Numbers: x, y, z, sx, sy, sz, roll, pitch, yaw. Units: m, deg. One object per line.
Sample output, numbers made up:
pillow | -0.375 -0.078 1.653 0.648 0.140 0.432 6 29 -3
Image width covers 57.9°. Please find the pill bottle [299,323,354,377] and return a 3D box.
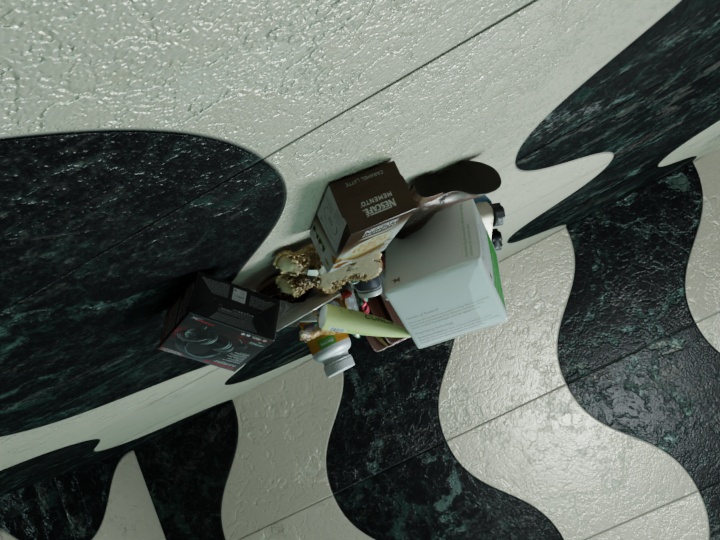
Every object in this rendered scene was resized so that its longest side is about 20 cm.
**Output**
pill bottle | -0.091 0.172 1.720 0.109 0.204 0.111 -24 171 -4

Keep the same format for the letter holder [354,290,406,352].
letter holder | 0.061 0.088 1.676 0.139 0.204 0.101 -21 170 -21

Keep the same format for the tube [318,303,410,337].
tube | 0.014 0.108 1.314 0.195 0.059 0.052 13 135 -18

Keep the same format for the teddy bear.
teddy bear | -0.060 -0.013 1.155 0.196 0.067 0.147 -22 129 0

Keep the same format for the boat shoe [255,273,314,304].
boat shoe | -0.127 0.028 1.268 0.198 0.072 0.070 -31 170 35

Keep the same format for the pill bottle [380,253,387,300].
pill bottle | 0.129 -0.014 1.599 0.196 0.111 0.109 -24 171 -11

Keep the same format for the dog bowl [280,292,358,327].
dog bowl | -0.098 0.082 1.461 0.194 0.060 0.200 -4 -176 0

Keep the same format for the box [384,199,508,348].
box | 0.164 0.002 1.276 0.196 0.173 0.202 -20 -143 20

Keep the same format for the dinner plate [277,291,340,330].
dinner plate | -0.127 0.084 1.239 0.197 0.025 0.200 -31 179 -1

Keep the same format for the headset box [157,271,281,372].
headset box | -0.242 0.095 1.091 0.146 0.079 0.199 22 145 -25

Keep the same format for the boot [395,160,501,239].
boot | 0.140 -0.120 1.195 0.182 0.066 0.200 -8 161 -19

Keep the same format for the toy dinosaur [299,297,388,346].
toy dinosaur | -0.040 0.108 1.357 0.195 0.110 0.060 -3 -173 -22

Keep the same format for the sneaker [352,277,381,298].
sneaker | 0.000 0.000 1.463 0.077 0.082 0.200 -17 -166 -13

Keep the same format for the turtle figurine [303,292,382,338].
turtle figurine | -0.051 0.090 1.603 0.195 0.153 0.101 -14 153 -8

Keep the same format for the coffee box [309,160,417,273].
coffee box | -0.003 -0.076 1.003 0.112 0.081 0.200 -23 170 -17

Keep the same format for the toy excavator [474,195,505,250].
toy excavator | 0.234 -0.102 1.459 0.097 0.202 0.198 -10 128 -11

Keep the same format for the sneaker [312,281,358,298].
sneaker | -0.063 0.024 1.334 0.069 0.095 0.199 -18 167 -35
